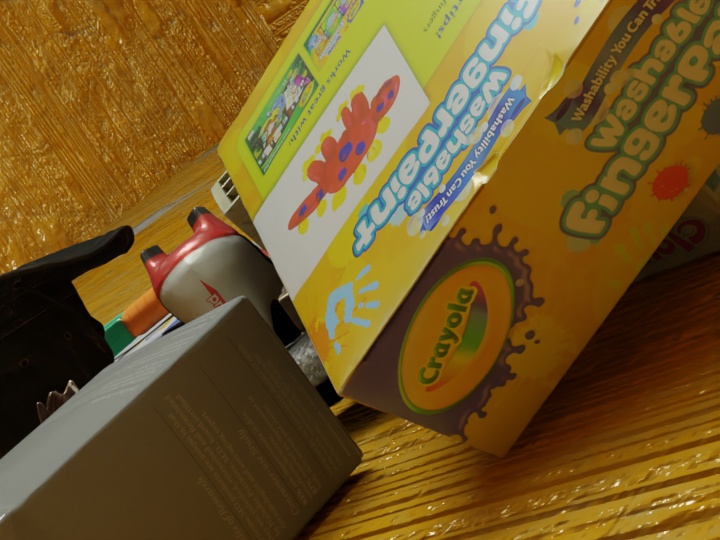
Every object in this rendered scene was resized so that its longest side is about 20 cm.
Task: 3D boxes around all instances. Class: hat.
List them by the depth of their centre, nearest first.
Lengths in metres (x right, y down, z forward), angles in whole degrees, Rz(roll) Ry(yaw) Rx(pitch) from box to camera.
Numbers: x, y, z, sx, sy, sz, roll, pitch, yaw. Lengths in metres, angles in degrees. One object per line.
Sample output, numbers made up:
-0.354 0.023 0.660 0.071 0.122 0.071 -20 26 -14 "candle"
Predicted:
-0.187 0.058 0.834 0.200 0.081 0.201 -30 0 0 "hat"

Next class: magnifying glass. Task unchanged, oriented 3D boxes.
-0.152 0.042 0.973 0.200 0.022 0.080 -36 9 20 "magnifying glass"

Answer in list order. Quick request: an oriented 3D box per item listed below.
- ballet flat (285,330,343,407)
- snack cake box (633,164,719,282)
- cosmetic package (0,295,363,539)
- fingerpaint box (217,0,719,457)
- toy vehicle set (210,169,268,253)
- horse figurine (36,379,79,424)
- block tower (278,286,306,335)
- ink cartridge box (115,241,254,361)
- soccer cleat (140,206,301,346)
-0.013 0.047 0.682 0.199 0.047 0.067 -28 -21 12 "ballet flat"
0.111 -0.090 0.640 0.115 0.067 0.201 -22 36 47 "snack cake box"
-0.102 0.104 0.569 0.107 0.090 0.200 -25 17 47 "cosmetic package"
0.049 -0.070 0.539 0.200 0.073 0.167 -57 32 17 "fingerpaint box"
-0.017 -0.071 0.743 0.124 0.026 0.200 -50 9 0 "toy vehicle set"
-0.171 0.136 0.689 0.200 0.050 0.133 -42 -19 0 "horse figurine"
0.000 0.000 0.815 0.058 0.054 0.200 -33 9 9 "block tower"
-0.128 0.056 1.006 0.200 0.042 0.119 -37 7 32 "ink cartridge box"
-0.050 0.023 0.853 0.069 0.085 0.200 -38 -15 5 "soccer cleat"
